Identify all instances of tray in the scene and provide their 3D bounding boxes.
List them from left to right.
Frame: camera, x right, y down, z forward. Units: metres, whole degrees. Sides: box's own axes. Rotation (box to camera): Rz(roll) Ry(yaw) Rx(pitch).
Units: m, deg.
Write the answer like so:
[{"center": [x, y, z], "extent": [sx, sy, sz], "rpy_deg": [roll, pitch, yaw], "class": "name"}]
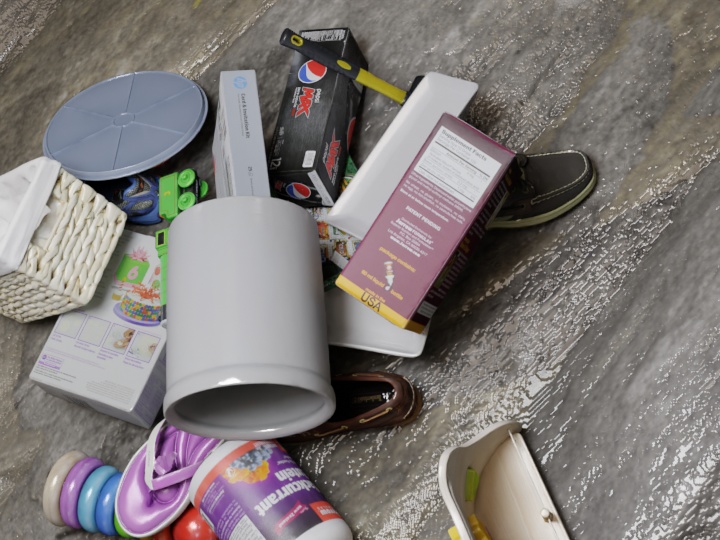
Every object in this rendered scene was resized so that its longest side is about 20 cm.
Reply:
[{"center": [0.047, -0.116, 1.595], "extent": [0.201, 0.022, 0.107], "rpy_deg": [-55, 30, -4], "class": "tray"}]

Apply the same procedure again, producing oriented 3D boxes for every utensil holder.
[{"center": [-0.115, 0.049, 1.529], "extent": [0.169, 0.170, 0.201], "rpy_deg": [-14, 64, 18], "class": "utensil holder"}]

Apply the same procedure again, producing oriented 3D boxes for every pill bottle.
[{"center": [-0.078, 0.269, 1.563], "extent": [0.111, 0.111, 0.200], "rpy_deg": [-46, 64, 4], "class": "pill bottle"}]

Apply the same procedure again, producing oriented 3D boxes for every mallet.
[{"center": [0.007, -0.218, 1.645], "extent": [0.066, 0.199, 0.041], "rpy_deg": [-62, 20, -13], "class": "mallet"}]

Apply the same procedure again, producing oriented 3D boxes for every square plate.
[{"center": [0.000, 0.000, 1.632], "extent": [0.199, 0.028, 0.199], "rpy_deg": [6, 60, 23], "class": "square plate"}]

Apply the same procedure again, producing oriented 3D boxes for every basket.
[{"center": [-0.369, -0.027, 1.711], "extent": [0.199, 0.123, 0.136], "rpy_deg": [-15, 48, 54], "class": "basket"}]

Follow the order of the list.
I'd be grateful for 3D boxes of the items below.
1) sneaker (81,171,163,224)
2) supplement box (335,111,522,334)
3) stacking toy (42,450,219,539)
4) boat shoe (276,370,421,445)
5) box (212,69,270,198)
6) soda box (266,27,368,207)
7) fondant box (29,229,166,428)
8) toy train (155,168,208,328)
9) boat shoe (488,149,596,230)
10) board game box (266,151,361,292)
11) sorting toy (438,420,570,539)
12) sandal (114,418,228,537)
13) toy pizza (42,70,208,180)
[{"center": [-0.319, -0.095, 1.787], "extent": [0.198, 0.078, 0.076], "rpy_deg": [-4, 73, 21], "class": "sneaker"}, {"center": [0.071, -0.044, 1.505], "extent": [0.085, 0.110, 0.201], "rpy_deg": [33, 91, 11], "class": "supplement box"}, {"center": [-0.243, 0.261, 1.655], "extent": [0.199, 0.085, 0.086], "rpy_deg": [14, 80, 21], "class": "stacking toy"}, {"center": [-0.038, 0.140, 1.608], "extent": [0.199, 0.070, 0.071], "rpy_deg": [-13, 74, 20], "class": "boat shoe"}, {"center": [-0.131, -0.101, 1.648], "extent": [0.041, 0.200, 0.157], "rpy_deg": [-4, 70, -11], "class": "box"}, {"center": [-0.047, -0.168, 1.671], "extent": [0.063, 0.071, 0.201], "rpy_deg": [-1, 57, 22], "class": "soda box"}, {"center": [-0.261, 0.060, 1.710], "extent": [0.143, 0.058, 0.201], "rpy_deg": [15, 71, 25], "class": "fondant box"}, {"center": [-0.198, -0.022, 1.676], "extent": [0.056, 0.042, 0.201], "rpy_deg": [-16, 58, 22], "class": "toy train"}, {"center": [0.146, -0.085, 1.583], "extent": [0.199, 0.066, 0.072], "rpy_deg": [-16, 59, 6], "class": "boat shoe"}, {"center": [-0.040, -0.070, 1.661], "extent": [0.104, 0.023, 0.201], "rpy_deg": [-29, 52, 4], "class": "board game box"}, {"center": [0.126, 0.242, 1.448], "extent": [0.106, 0.180, 0.201], "rpy_deg": [-29, 66, 12], "class": "sorting toy"}, {"center": [-0.193, 0.188, 1.610], "extent": [0.082, 0.050, 0.203], "rpy_deg": [35, 81, 22], "class": "sandal"}, {"center": [-0.271, -0.164, 1.773], "extent": [0.199, 0.032, 0.201], "rpy_deg": [-9, 42, 8], "class": "toy pizza"}]
